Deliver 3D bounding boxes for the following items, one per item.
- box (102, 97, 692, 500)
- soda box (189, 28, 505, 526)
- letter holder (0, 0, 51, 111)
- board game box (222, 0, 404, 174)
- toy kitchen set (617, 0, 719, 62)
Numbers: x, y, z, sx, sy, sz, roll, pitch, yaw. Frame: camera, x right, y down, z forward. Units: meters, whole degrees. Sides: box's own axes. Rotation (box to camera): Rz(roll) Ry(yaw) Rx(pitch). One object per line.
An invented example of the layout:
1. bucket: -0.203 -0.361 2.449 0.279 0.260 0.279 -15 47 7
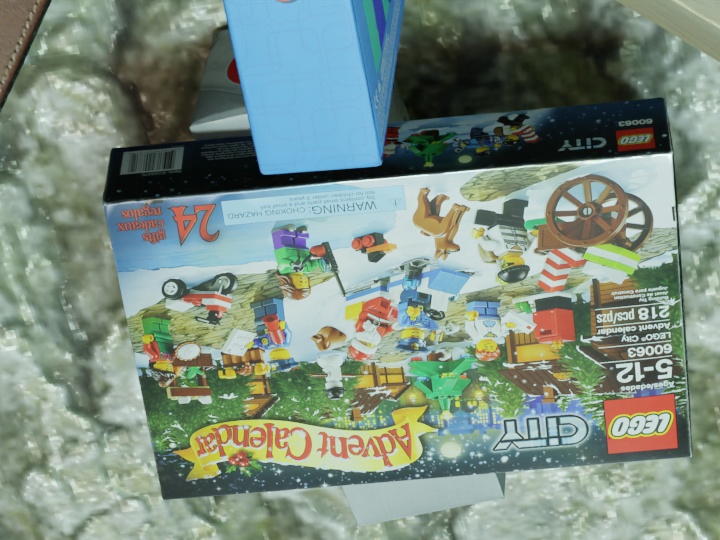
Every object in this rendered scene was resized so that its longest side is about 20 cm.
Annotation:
1. box: 0.017 0.013 1.064 0.200 0.038 0.137 -5 125 5
2. soda box: 0.000 0.000 1.122 0.063 0.068 0.200 -12 125 14
3. letter holder: -0.153 -0.160 1.001 0.142 0.101 0.200 24 125 -9
4. board game box: -0.022 -0.156 0.957 0.045 0.152 0.200 -4 125 9
5. toy kitchen set: 0.150 -0.167 0.936 0.180 0.200 0.163 29 82 -15
